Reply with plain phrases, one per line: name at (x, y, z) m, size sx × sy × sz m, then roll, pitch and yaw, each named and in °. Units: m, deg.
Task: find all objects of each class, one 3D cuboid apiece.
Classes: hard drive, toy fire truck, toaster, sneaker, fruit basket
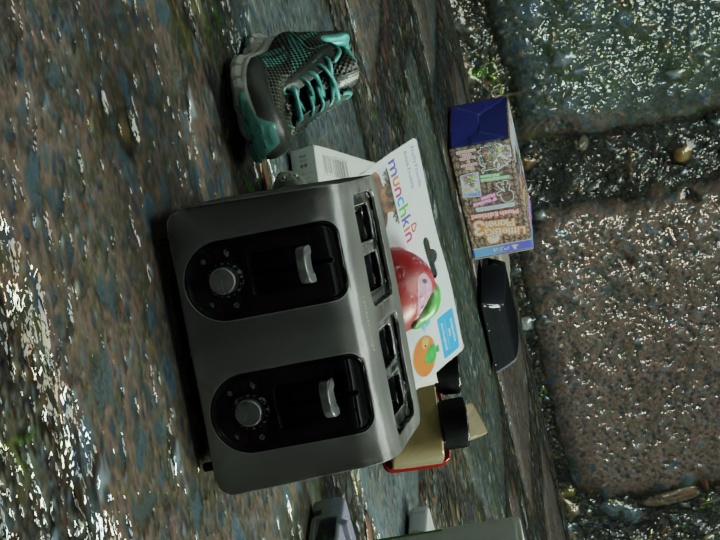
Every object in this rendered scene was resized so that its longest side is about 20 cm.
hard drive at (0.222, 0.067, 3.237) m, size 0.200 × 0.042 × 0.135 m, roll -78°, pitch 157°, yaw -68°
toy fire truck at (0.056, 0.103, 1.899) m, size 0.200 × 0.128 × 0.176 m, roll 93°, pitch -12°, yaw -76°
toaster at (-0.040, 0.037, 1.297) m, size 0.200 × 0.118 × 0.181 m, roll -28°, pitch 108°, yaw -81°
sneaker at (-0.047, -0.145, 1.557) m, size 0.200 × 0.091 × 0.078 m, roll -83°, pitch 159°, yaw -64°
fruit basket at (0.011, 0.024, 1.503) m, size 0.200 × 0.094 × 0.186 m, roll -33°, pitch 119°, yaw -40°

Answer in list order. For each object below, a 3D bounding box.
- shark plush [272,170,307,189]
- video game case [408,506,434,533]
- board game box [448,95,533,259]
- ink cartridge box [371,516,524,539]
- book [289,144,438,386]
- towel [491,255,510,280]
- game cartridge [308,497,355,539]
shark plush at (-0.028, 0.022, 1.587) m, size 0.083 × 0.091 × 0.200 m, roll 16°, pitch -52°, yaw 64°
video game case at (0.074, 0.362, 1.982) m, size 0.182 × 0.023 × 0.200 m, roll -82°, pitch 161°, yaw -65°
board game box at (0.207, -0.148, 3.215) m, size 0.160 × 0.097 × 0.200 m, roll -85°, pitch 162°, yaw -61°
ink cartridge box at (0.082, 0.315, 1.679) m, size 0.083 × 0.146 × 0.200 m, roll -88°, pitch 166°, yaw -59°
book at (0.000, 0.000, 1.749) m, size 0.134 × 0.048 × 0.200 m, roll 13°, pitch 66°, yaw -57°
towel at (0.223, -0.059, 3.435) m, size 0.133 × 0.034 × 0.200 m, roll -83°, pitch 161°, yaw -60°
game cartridge at (-0.013, 0.272, 1.482) m, size 0.200 × 0.038 × 0.130 m, roll -83°, pitch 157°, yaw -63°
